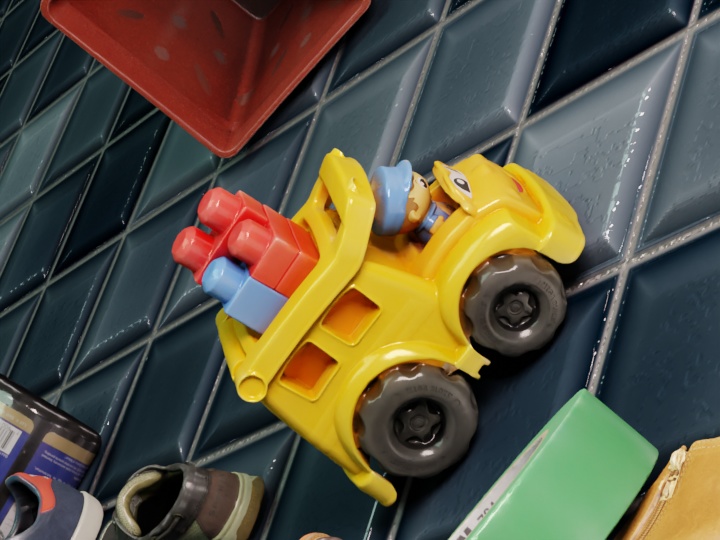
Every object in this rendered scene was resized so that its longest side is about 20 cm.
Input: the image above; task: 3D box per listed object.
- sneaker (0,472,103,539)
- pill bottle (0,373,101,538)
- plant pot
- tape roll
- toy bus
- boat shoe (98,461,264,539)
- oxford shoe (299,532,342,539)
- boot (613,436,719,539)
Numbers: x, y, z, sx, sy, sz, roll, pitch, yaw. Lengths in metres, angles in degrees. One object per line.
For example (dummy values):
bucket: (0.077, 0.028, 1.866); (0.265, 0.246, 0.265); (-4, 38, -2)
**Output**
sneaker: (-0.263, 0.240, 1.692); (0.075, 0.084, 0.201); (-32, 33, 48)
pill bottle: (-0.297, 0.190, 1.799); (0.201, 0.112, 0.112); (-60, 21, -6)
plant pot: (-0.111, -0.254, 1.886); (0.200, 0.200, 0.177); (-45, 14, 28)
tape roll: (0.057, 0.146, 1.062); (0.201, 0.048, 0.200); (-49, -4, -4)
toy bus: (0.000, 0.000, 1.303); (0.200, 0.192, 0.136); (-52, 21, 11)
boat shoe: (-0.134, 0.161, 1.544); (0.200, 0.065, 0.074); (-28, 37, 53)
oxford shoe: (-0.010, 0.221, 1.217); (0.073, 0.071, 0.201); (-22, 42, 26)
boot: (0.116, 0.156, 1.025); (0.201, 0.071, 0.144); (-37, 20, 48)
